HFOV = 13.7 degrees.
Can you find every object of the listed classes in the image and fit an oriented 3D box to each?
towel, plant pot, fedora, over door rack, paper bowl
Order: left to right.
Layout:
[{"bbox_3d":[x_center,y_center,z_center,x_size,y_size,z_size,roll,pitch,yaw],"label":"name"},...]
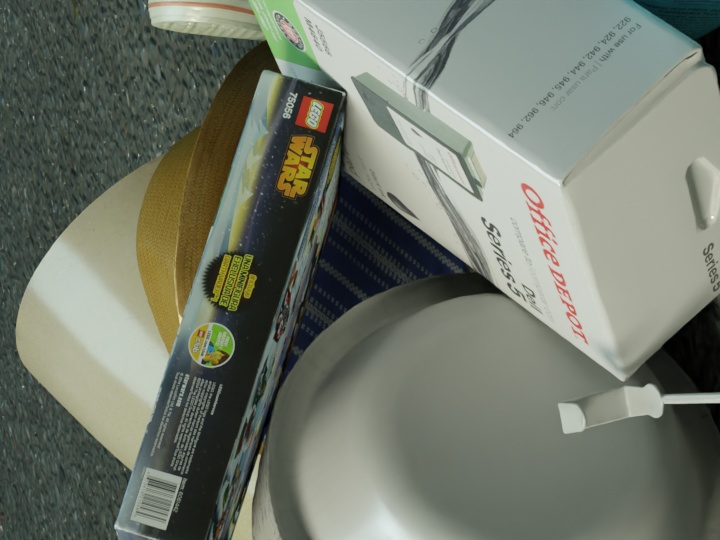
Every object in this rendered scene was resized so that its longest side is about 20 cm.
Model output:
[{"bbox_3d":[-0.048,-0.011,1.415,0.082,0.200,0.201,0,101,38],"label":"fedora"},{"bbox_3d":[-0.045,0.063,1.529,0.200,0.187,0.188,50,148,28],"label":"plant pot"},{"bbox_3d":[0.000,0.000,1.396,0.024,0.145,0.201,3,69,36],"label":"towel"},{"bbox_3d":[0.057,0.091,1.259,0.104,0.200,0.201,106,148,-59],"label":"paper bowl"},{"bbox_3d":[0.173,0.108,1.130,0.200,0.066,0.148,-8,93,50],"label":"over door rack"}]

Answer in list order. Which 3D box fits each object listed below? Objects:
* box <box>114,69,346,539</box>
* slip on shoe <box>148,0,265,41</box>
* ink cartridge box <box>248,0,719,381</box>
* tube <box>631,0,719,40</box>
[{"bbox_3d":[-0.052,0.033,1.248,0.137,0.040,0.201,97,-171,-74],"label":"box"},{"bbox_3d":[-0.029,-0.140,1.449,0.074,0.200,0.061,3,90,36],"label":"slip on shoe"},{"bbox_3d":[0.055,-0.068,1.217,0.200,0.084,0.146,38,164,34],"label":"ink cartridge box"},{"bbox_3d":[0.121,-0.111,1.193,0.200,0.077,0.051,160,102,-74],"label":"tube"}]
